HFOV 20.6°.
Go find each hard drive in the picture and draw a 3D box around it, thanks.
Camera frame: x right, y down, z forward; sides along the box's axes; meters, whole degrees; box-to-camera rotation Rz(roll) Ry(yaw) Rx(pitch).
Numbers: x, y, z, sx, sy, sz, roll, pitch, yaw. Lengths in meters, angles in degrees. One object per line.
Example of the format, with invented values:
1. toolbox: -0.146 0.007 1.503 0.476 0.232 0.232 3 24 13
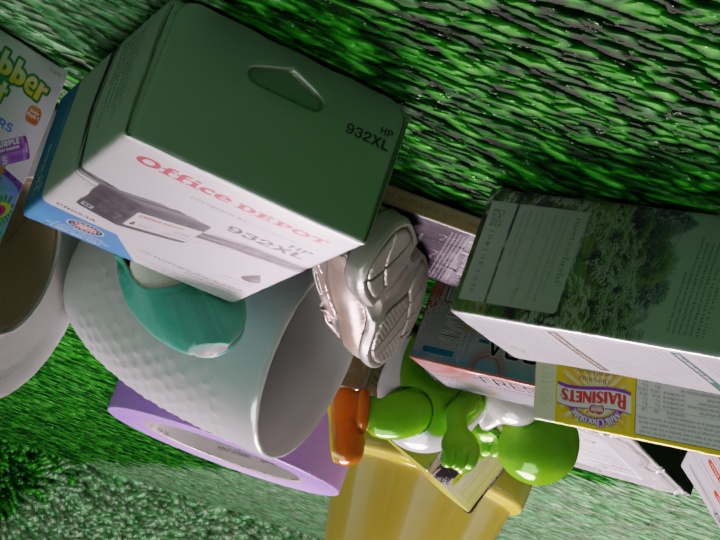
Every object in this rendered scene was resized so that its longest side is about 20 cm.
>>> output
1. hard drive: 0.187 0.130 1.625 0.140 0.038 0.200 14 167 28

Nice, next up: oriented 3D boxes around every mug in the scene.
1. mug: -0.095 0.021 1.375 0.175 0.148 0.200 23 -156 20

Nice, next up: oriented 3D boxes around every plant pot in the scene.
1. plant pot: 0.050 0.228 1.893 0.200 0.189 0.201 19 166 5

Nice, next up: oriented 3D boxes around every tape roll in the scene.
1. tape roll: -0.255 -0.017 1.306 0.071 0.203 0.202 15 166 21
2. tape roll: -0.101 0.119 1.609 0.200 0.066 0.200 19 167 4

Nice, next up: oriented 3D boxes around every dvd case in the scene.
1. dvd case: -0.015 -0.041 1.262 0.200 0.016 0.149 20 168 -1

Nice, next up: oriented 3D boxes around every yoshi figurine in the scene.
1. yoshi figurine: 0.078 0.120 1.455 0.200 0.113 0.112 -7 136 -1

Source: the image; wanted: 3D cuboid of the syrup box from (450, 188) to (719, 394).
1. syrup box: 0.158 0.014 1.088 0.200 0.079 0.081 9 163 39

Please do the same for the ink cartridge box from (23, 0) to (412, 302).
1. ink cartridge box: -0.085 -0.059 1.100 0.145 0.084 0.200 24 161 -19

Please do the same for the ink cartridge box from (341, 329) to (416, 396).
1. ink cartridge box: -0.048 0.063 1.612 0.200 0.075 0.165 14 167 23

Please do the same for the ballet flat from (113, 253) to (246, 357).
1. ballet flat: -0.131 -0.023 1.248 0.200 0.067 0.070 55 167 49

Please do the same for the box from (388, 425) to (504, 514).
1. box: 0.077 0.141 1.612 0.050 0.075 0.200 37 176 20

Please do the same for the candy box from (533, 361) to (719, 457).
1. candy box: 0.189 0.053 1.161 0.200 0.102 0.026 9 -167 40

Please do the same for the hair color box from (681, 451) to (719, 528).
1. hair color box: 0.266 0.124 1.234 0.111 0.064 0.200 61 168 20

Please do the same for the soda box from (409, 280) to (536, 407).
1. soda box: 0.138 0.061 1.350 0.200 0.064 0.068 13 165 32

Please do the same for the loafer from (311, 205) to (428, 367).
1. loafer: 0.000 0.000 1.253 0.063 0.072 0.200 34 165 15

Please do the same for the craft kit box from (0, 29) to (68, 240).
1. craft kit box: -0.284 -0.071 1.136 0.048 0.198 0.200 3 160 44
